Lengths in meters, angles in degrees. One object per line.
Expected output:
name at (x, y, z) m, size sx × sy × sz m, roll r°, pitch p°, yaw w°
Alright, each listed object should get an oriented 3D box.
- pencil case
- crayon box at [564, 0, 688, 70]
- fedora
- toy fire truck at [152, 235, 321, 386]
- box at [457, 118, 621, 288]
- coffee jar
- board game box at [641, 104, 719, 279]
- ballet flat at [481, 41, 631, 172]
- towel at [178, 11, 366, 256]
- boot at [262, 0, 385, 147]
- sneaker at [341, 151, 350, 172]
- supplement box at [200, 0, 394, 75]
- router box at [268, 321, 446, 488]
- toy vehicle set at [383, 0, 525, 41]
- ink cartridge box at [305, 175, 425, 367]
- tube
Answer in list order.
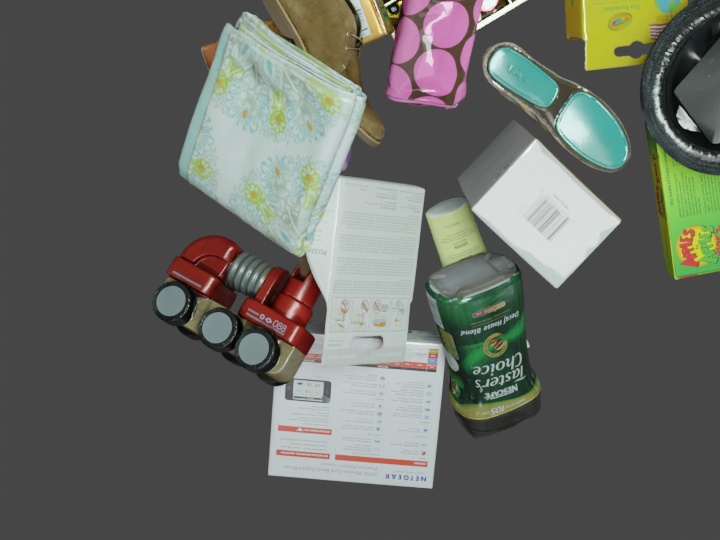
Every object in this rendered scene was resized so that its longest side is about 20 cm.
pencil case at (0.089, -0.271, 1.295) m, size 0.093 × 0.091 × 0.201 m, roll 11°, pitch 105°, yaw -9°
crayon box at (0.284, -0.322, 1.313) m, size 0.126 × 0.051 × 0.202 m, roll -7°, pitch 103°, yaw -12°
fedora at (0.385, -0.195, 1.286) m, size 0.199 × 0.092 × 0.202 m, roll 0°, pitch 92°, yaw 3°
toy fire truck at (-0.116, 0.001, 1.356) m, size 0.175 × 0.129 × 0.201 m, roll 28°, pitch 81°, yaw 20°
box at (0.186, -0.077, 1.305) m, size 0.124 × 0.200 × 0.098 m, roll 41°, pitch 100°, yaw -9°
coffee jar at (0.141, 0.088, 1.369) m, size 0.104 × 0.085 × 0.201 m, roll -22°, pitch 120°, yaw -13°
board game box at (0.385, -0.100, 1.377) m, size 0.101 × 0.048 × 0.201 m, roll -11°, pitch 102°, yaw 3°
ballet flat at (0.216, -0.184, 1.349) m, size 0.200 × 0.067 × 0.068 m, roll 40°, pitch 94°, yaw -9°
towel at (-0.094, -0.138, 1.245) m, size 0.171 × 0.048 × 0.201 m, roll 36°, pitch 122°, yaw 22°
boot at (-0.021, -0.222, 1.256) m, size 0.075 × 0.074 × 0.201 m, roll -31°, pitch 94°, yaw 9°
sneaker at (-0.096, -0.128, 1.366) m, size 0.199 × 0.081 × 0.089 m, roll -13°, pitch 127°, yaw 9°
supplement box at (-0.067, -0.250, 1.325) m, size 0.199 × 0.067 × 0.069 m, roll -17°, pitch 100°, yaw 13°
router box at (-0.005, 0.157, 1.437) m, size 0.198 × 0.049 × 0.181 m, roll 5°, pitch 103°, yaw -1°
toy vehicle set at (0.110, -0.327, 1.339) m, size 0.199 × 0.027 × 0.125 m, roll -30°, pitch 101°, yaw 7°
ink cartridge box at (0.000, 0.000, 1.336) m, size 0.050 × 0.160 × 0.202 m, roll 11°, pitch 95°, yaw 36°
tube at (0.131, 0.015, 1.407) m, size 0.058 × 0.052 × 0.201 m, roll -3°, pitch 116°, yaw 40°
